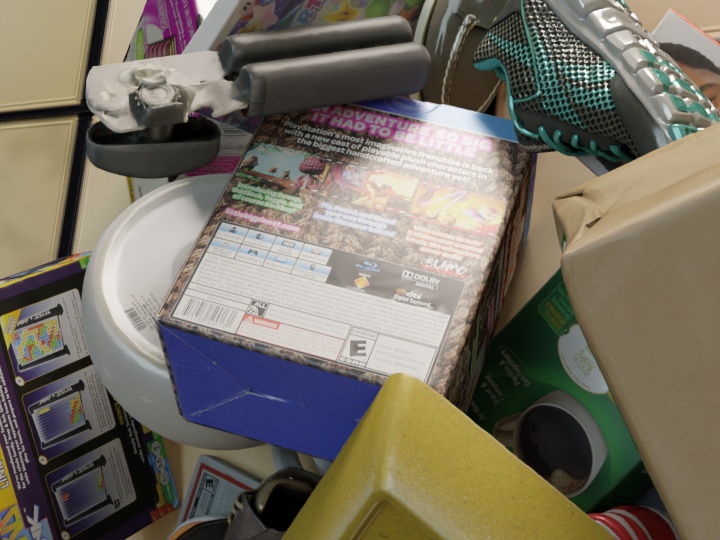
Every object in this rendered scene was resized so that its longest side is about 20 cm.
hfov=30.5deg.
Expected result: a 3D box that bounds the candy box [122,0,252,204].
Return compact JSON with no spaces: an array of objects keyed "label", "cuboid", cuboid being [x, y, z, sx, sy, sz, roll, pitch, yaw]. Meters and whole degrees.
[{"label":"candy box","cuboid":[-0.119,-0.126,0.935,0.200,0.061,0.137,128,133,-54]}]

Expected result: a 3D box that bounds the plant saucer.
[{"label":"plant saucer","cuboid":[0.041,0.185,0.658,0.200,0.048,0.200,38,124,11]}]

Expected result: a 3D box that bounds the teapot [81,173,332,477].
[{"label":"teapot","cuboid":[-0.086,0.047,0.874,0.197,0.146,0.200,10,52,3]}]

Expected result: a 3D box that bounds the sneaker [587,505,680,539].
[{"label":"sneaker","cuboid":[0.129,0.222,0.683,0.071,0.112,0.201,-6,76,30]}]

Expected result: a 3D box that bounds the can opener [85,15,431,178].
[{"label":"can opener","cuboid":[-0.059,-0.098,0.749,0.067,0.199,0.053,104,146,-45]}]

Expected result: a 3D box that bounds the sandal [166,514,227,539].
[{"label":"sandal","cuboid":[-0.077,0.236,0.850,0.207,0.059,0.079,46,107,35]}]

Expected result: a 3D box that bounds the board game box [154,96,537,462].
[{"label":"board game box","cuboid":[0.000,0.000,0.756,0.159,0.097,0.200,15,53,13]}]

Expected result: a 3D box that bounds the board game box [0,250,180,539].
[{"label":"board game box","cuboid":[-0.219,0.102,0.903,0.057,0.165,0.201,-8,99,37]}]

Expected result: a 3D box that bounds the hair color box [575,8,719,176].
[{"label":"hair color box","cuboid":[0.216,-0.043,0.714,0.102,0.061,0.200,-54,53,15]}]

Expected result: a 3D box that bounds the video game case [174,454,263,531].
[{"label":"video game case","cuboid":[-0.059,0.224,0.889,0.200,0.017,0.143,19,91,39]}]

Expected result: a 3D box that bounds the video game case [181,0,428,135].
[{"label":"video game case","cuboid":[-0.016,-0.139,0.824,0.143,0.200,0.018,-53,56,15]}]

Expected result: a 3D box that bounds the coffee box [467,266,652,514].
[{"label":"coffee box","cuboid":[0.118,0.085,0.769,0.200,0.044,0.123,-50,56,17]}]

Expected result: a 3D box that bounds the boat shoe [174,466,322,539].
[{"label":"boat shoe","cuboid":[-0.039,0.153,0.791,0.200,0.074,0.074,-11,106,37]}]

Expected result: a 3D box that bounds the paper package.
[{"label":"paper package","cuboid":[0.207,0.030,0.592,0.190,0.104,0.200,-24,103,11]}]

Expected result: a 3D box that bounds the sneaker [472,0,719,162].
[{"label":"sneaker","cuboid":[0.127,-0.088,0.714,0.091,0.077,0.200,-49,45,23]}]

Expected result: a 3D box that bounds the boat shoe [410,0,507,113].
[{"label":"boat shoe","cuboid":[0.093,-0.179,0.833,0.060,0.072,0.202,23,90,43]}]
